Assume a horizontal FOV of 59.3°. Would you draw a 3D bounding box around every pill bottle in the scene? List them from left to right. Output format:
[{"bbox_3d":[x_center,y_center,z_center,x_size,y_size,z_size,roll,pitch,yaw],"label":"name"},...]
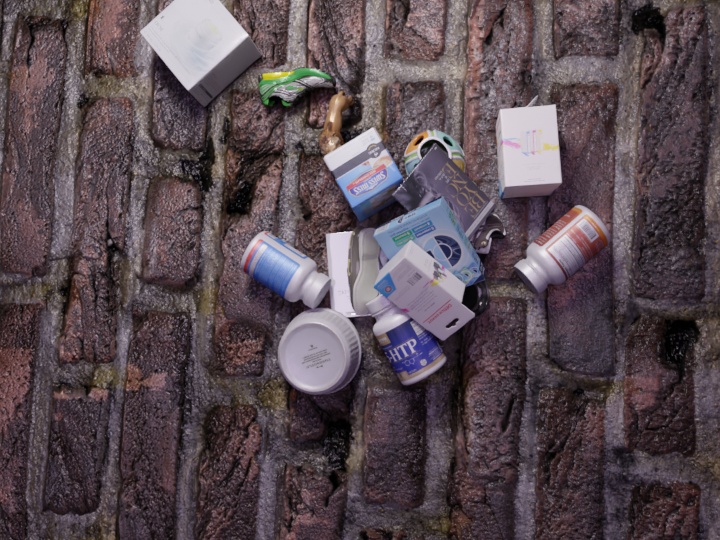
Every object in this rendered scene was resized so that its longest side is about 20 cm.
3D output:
[{"bbox_3d":[-0.172,0.004,1.485,0.199,0.112,0.113,32,90,10],"label":"pill bottle"},{"bbox_3d":[0.098,0.143,1.426,0.119,0.120,0.202,-30,90,4],"label":"pill bottle"},{"bbox_3d":[0.447,-0.042,1.414,0.199,0.112,0.113,-40,82,3],"label":"pill bottle"}]

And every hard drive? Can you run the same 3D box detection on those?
[{"bbox_3d":[-0.011,0.009,1.509,0.130,0.026,0.203,-5,85,6],"label":"hard drive"}]

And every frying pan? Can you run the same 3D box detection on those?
[{"bbox_3d":[0.247,0.016,1.457,0.114,0.031,0.193,6,78,-27],"label":"frying pan"}]

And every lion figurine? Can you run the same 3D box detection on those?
[{"bbox_3d":[-0.059,-0.352,1.496,0.071,0.122,0.203,1,85,7],"label":"lion figurine"}]

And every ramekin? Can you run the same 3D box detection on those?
[{"bbox_3d":[-0.099,0.191,1.458,0.199,0.094,0.206,0,92,10],"label":"ramekin"}]

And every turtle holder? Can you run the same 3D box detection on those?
[{"bbox_3d":[0.177,-0.234,1.452,0.139,0.132,0.188,-19,83,4],"label":"turtle holder"}]

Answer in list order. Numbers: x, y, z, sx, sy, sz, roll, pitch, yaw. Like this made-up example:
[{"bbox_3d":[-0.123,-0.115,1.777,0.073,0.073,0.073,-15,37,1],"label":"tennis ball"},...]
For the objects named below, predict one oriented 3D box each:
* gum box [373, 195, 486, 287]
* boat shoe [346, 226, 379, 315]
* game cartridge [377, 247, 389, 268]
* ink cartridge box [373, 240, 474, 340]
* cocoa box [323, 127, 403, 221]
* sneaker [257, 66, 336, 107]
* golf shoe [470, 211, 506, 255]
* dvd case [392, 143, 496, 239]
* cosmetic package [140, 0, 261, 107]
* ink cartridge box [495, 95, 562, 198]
[{"bbox_3d":[0.151,-0.038,1.366,0.168,0.045,0.201,-23,115,27],"label":"gum box"},{"bbox_3d":[0.002,0.000,1.464,0.060,0.071,0.205,16,105,51],"label":"boat shoe"},{"bbox_3d":[0.124,-0.010,1.477,0.132,0.041,0.201,-34,88,2],"label":"game cartridge"},{"bbox_3d":[0.142,0.046,1.354,0.199,0.068,0.115,39,128,-10],"label":"ink cartridge box"},{"bbox_3d":[0.015,-0.210,1.436,0.132,0.200,0.132,-30,84,3],"label":"cocoa box"},{"bbox_3d":[-0.152,-0.444,1.547,0.197,0.078,0.087,-4,92,16],"label":"sneaker"},{"bbox_3d":[0.245,-0.067,1.433,0.199,0.078,0.095,-33,74,-13],"label":"golf shoe"},{"bbox_3d":[0.184,-0.152,1.375,0.200,0.016,0.149,42,82,-15],"label":"dvd case"},{"bbox_3d":[-0.389,-0.557,1.555,0.200,0.123,0.200,-41,82,1],"label":"cosmetic package"},{"bbox_3d":[0.376,-0.279,1.434,0.123,0.129,0.203,-4,84,7],"label":"ink cartridge box"}]
